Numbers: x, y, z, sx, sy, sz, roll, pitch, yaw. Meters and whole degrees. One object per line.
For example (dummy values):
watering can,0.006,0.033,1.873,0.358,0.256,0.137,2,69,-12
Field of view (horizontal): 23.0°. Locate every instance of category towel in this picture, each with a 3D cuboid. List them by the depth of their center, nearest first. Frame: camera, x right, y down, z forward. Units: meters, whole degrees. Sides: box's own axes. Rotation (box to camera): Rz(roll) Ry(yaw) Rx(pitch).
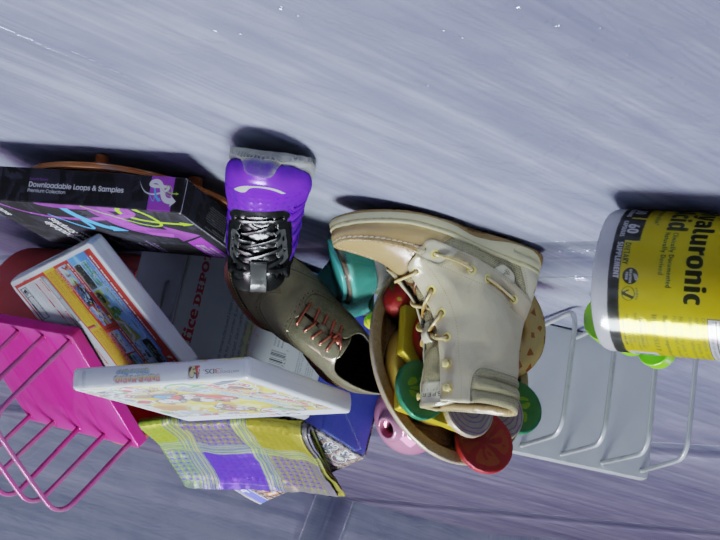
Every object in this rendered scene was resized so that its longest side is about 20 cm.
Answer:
towel,-0.123,0.195,1.854,0.198,0.023,0.144,2,146,19

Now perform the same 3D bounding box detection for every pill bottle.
pill bottle,0.282,0.013,1.336,0.198,0.113,0.111,4,166,22

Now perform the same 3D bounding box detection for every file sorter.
file sorter,-0.336,0.139,1.716,0.199,0.125,0.140,6,133,47
file sorter,0.231,0.120,1.793,0.198,0.140,0.124,13,164,-15

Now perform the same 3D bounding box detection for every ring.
ring,-0.198,-0.068,1.562,0.198,0.019,0.201,8,167,2

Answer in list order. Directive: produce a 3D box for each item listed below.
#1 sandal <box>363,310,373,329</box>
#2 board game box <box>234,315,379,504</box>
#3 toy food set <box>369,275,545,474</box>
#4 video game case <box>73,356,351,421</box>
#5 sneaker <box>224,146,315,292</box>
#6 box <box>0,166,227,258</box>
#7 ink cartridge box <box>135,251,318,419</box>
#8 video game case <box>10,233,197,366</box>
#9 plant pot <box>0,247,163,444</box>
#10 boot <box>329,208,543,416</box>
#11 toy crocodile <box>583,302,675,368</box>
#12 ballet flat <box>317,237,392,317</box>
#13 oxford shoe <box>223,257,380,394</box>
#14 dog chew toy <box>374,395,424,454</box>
sandal,0.059,0.066,1.760,0.079,0.087,0.200,-35,167,3
board game box,-0.073,0.142,1.923,0.096,0.161,0.199,32,144,-24
toy food set,0.090,0.083,1.607,0.199,0.200,0.048,22,149,-34
video game case,-0.131,0.110,1.602,0.180,0.023,0.200,-5,165,25
sneaker,-0.076,-0.034,1.422,0.069,0.101,0.200,7,168,0
box,-0.212,-0.049,1.530,0.198,0.037,0.143,6,167,21
ink cartridge box,-0.131,0.053,1.745,0.084,0.146,0.199,5,168,46
video game case,-0.240,0.045,1.627,0.143,0.017,0.199,53,149,-11
plant pot,-0.294,0.064,1.868,0.176,0.202,0.200,15,171,27
boot,0.058,0.038,1.512,0.198,0.157,0.073,15,166,-24
toy crocodile,0.297,0.051,1.632,0.199,0.062,0.067,-7,159,40
ballet flat,0.000,0.000,1.638,0.070,0.068,0.200,-13,170,-9
oxford shoe,-0.040,0.042,1.567,0.200,0.071,0.075,41,170,-36
dog chew toy,0.091,0.136,1.882,0.124,0.126,0.199,-2,-167,42
